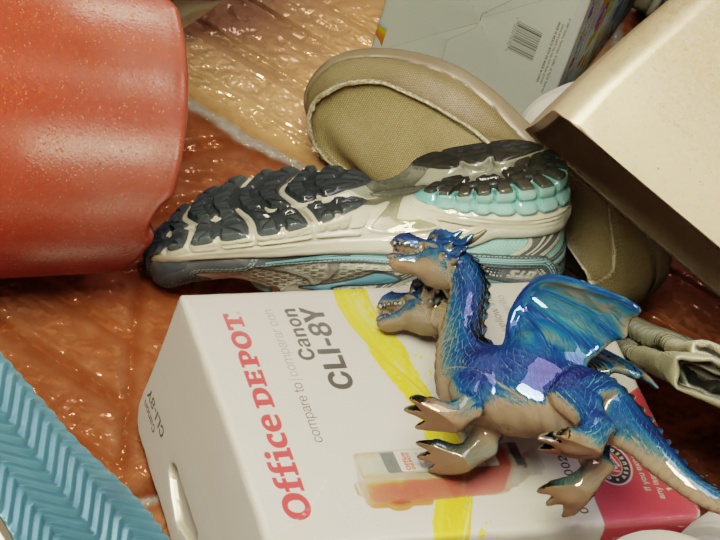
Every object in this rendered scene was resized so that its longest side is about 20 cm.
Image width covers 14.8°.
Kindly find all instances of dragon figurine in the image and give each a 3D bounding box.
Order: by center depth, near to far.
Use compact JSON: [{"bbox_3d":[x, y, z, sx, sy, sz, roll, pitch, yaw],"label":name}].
[{"bbox_3d":[0.083,0.041,1.119,0.200,0.059,0.099,13,55,25],"label":"dragon figurine"}]

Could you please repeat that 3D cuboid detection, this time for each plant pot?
[{"bbox_3d":[-0.193,-0.077,1.210,0.195,0.201,0.201,2,44,-30],"label":"plant pot"},{"bbox_3d":[0.209,-0.069,1.221,0.200,0.177,0.200,39,0,0],"label":"plant pot"}]

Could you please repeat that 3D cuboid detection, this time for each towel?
[{"bbox_3d":[0.208,0.065,1.219,0.192,0.035,0.200,25,2,-5],"label":"towel"}]

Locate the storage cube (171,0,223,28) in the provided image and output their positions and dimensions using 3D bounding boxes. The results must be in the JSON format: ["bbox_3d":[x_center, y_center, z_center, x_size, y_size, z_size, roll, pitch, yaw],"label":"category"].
[{"bbox_3d":[-0.129,-0.228,1.330,0.200,0.171,0.180,9,76,-27],"label":"storage cube"}]

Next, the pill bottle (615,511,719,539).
[{"bbox_3d":[0.105,0.171,1.088,0.200,0.111,0.111,-32,62,-33],"label":"pill bottle"}]

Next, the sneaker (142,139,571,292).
[{"bbox_3d":[0.000,0.000,1.274,0.200,0.086,0.078,-6,22,6],"label":"sneaker"}]

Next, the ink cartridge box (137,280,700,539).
[{"bbox_3d":[0.022,0.084,1.186,0.200,0.083,0.145,-2,47,-23],"label":"ink cartridge box"}]

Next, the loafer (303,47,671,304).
[{"bbox_3d":[0.056,-0.040,1.337,0.200,0.076,0.067,28,36,10],"label":"loafer"}]

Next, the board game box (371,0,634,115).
[{"bbox_3d":[0.101,-0.181,1.483,0.103,0.105,0.200,27,41,10],"label":"board game box"}]

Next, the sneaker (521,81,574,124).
[{"bbox_3d":[0.144,-0.084,1.435,0.200,0.075,0.088,-10,37,-38],"label":"sneaker"}]

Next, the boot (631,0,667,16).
[{"bbox_3d":[0.264,-0.138,1.527,0.200,0.073,0.182,37,37,10],"label":"boot"}]

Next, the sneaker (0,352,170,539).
[{"bbox_3d":[-0.138,0.112,1.108,0.076,0.081,0.200,-30,81,-43],"label":"sneaker"}]
